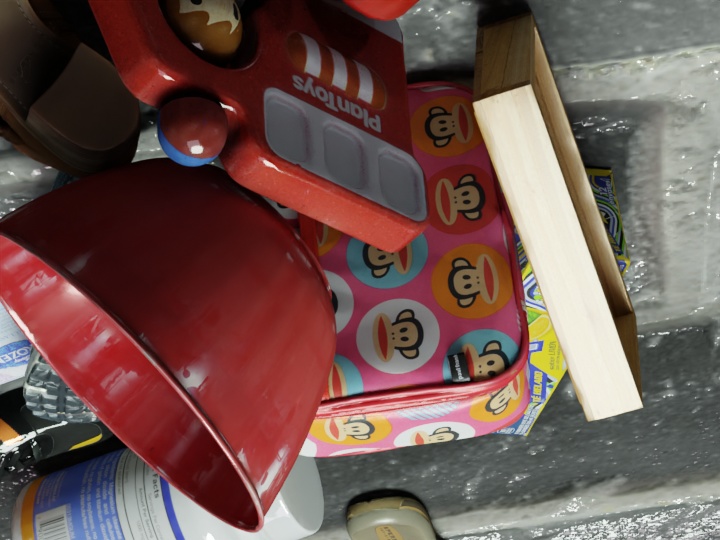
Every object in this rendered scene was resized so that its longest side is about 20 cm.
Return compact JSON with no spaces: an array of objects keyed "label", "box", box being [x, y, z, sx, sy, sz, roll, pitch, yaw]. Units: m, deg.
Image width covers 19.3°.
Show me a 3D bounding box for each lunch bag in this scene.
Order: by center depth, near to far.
[{"label":"lunch bag","box":[0.000,0.000,1.164,0.174,0.202,0.082,-9,150,3]}]

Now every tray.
[{"label":"tray","box":[0.108,-0.029,1.154,0.037,0.099,0.201,-16,116,14]}]

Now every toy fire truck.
[{"label":"toy fire truck","box":[-0.050,-0.110,1.026,0.199,0.169,0.112,24,135,-36]}]

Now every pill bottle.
[{"label":"pill bottle","box":[-0.130,0.169,1.456,0.198,0.113,0.112,-20,143,18]}]

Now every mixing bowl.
[{"label":"mixing bowl","box":[-0.085,0.019,1.037,0.108,0.199,0.201,-45,149,-18]}]

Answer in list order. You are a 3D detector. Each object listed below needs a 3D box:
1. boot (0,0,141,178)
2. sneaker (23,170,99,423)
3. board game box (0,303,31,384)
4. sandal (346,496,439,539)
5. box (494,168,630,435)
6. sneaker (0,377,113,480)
[{"label":"boot","box":[-0.188,-0.125,1.068,0.200,0.077,0.155,41,170,-7]},{"label":"sneaker","box":[-0.155,0.008,1.243,0.077,0.087,0.201,3,135,-15]},{"label":"board game box","box":[-0.299,0.019,1.279,0.198,0.041,0.200,-19,142,17]},{"label":"sandal","box":[0.044,0.236,1.626,0.080,0.054,0.200,-17,143,15]},{"label":"box","box":[0.101,0.023,1.321,0.064,0.071,0.201,4,143,-15]},{"label":"sneaker","box":[-0.254,0.127,1.395,0.198,0.091,0.070,-6,145,0]}]
